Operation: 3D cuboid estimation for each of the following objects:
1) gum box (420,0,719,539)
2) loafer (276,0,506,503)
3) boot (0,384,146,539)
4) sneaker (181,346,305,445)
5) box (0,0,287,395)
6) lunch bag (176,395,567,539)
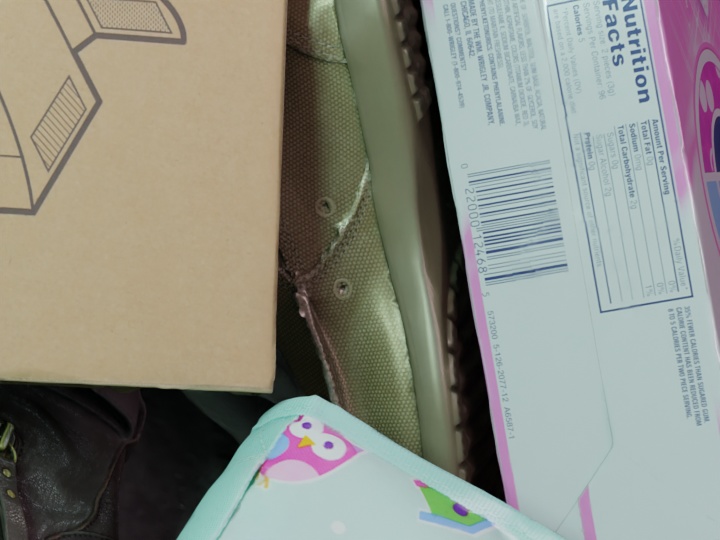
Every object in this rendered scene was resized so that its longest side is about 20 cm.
[{"bbox_3d":[0.072,-0.023,0.804,0.113,0.066,0.201,-10,90,-72],"label":"gum box"},{"bbox_3d":[0.000,0.000,0.794,0.076,0.067,0.201,-24,106,-68],"label":"loafer"},{"bbox_3d":[-0.131,0.042,0.755,0.200,0.069,0.175,23,47,-35],"label":"boot"},{"bbox_3d":[0.015,0.096,0.848,0.088,0.075,0.200,-26,77,-34],"label":"sneaker"},{"bbox_3d":[-0.098,-0.072,0.717,0.163,0.021,0.201,3,86,-16],"label":"box"},{"bbox_3d":[0.002,0.152,0.718,0.200,0.122,0.171,55,48,-26],"label":"lunch bag"}]
